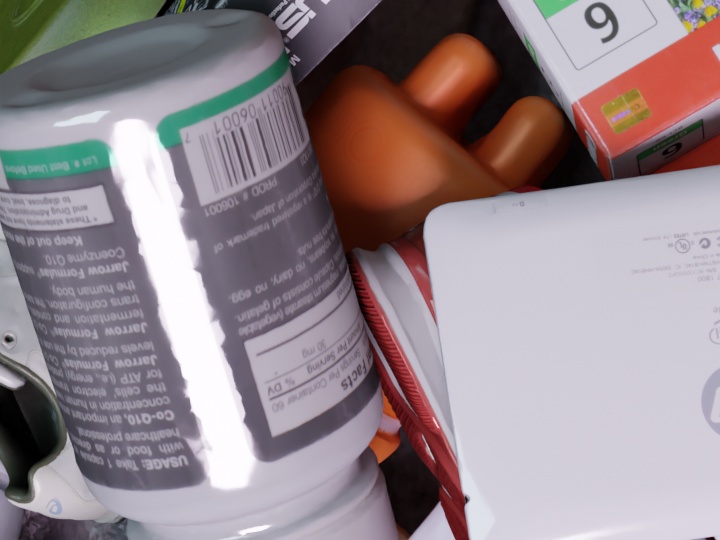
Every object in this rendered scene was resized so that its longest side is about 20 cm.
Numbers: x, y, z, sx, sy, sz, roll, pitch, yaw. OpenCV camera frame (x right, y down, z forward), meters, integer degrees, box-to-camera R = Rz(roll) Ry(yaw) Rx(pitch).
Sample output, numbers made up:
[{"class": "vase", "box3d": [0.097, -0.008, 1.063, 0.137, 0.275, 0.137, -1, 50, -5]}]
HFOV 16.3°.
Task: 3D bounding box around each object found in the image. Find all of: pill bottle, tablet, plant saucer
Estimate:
[{"class": "pill bottle", "box3d": [-0.057, 0.019, 0.883, 0.113, 0.113, 0.200, -3, 111, 34]}, {"class": "tablet", "box3d": [0.128, 0.026, 0.877, 0.200, 0.014, 0.130, -8, 78, 0]}, {"class": "plant saucer", "box3d": [-0.120, -0.118, 1.058, 0.031, 0.200, 0.200, 35, 118, -19]}]

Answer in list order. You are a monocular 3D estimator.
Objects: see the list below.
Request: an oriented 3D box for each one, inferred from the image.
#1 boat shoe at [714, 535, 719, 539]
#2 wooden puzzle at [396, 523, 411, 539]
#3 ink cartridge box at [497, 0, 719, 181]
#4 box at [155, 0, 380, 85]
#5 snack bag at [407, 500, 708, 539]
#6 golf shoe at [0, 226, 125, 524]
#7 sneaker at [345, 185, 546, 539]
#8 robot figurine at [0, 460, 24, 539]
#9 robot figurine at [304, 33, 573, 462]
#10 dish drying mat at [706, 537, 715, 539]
[{"class": "boat shoe", "box3d": [0.195, 0.135, 0.894, 0.071, 0.072, 0.200, -34, 90, 31]}, {"class": "wooden puzzle", "box3d": [0.006, 0.191, 1.051, 0.200, 0.037, 0.185, 35, 121, 23]}, {"class": "ink cartridge box", "box3d": [0.123, -0.089, 0.941, 0.109, 0.050, 0.200, -30, 73, 1]}, {"class": "box", "box3d": [-0.038, -0.122, 0.996, 0.044, 0.200, 0.160, 39, 118, -17]}, {"class": "snack bag", "box3d": [0.076, 0.176, 0.953, 0.189, 0.021, 0.200, 40, 90, 5]}, {"class": "golf shoe", "box3d": [-0.153, 0.021, 1.128, 0.078, 0.097, 0.200, -40, 69, 30]}, {"class": "sneaker", "box3d": [0.084, 0.061, 0.917, 0.115, 0.078, 0.200, -27, 95, -9]}, {"class": "robot figurine", "box3d": [-0.215, 0.129, 1.145, 0.170, 0.113, 0.200, 133, 149, -70]}, {"class": "robot figurine", "box3d": [-0.001, -0.001, 0.999, 0.200, 0.144, 0.117, -51, 31, 6]}, {"class": "dish drying mat", "box3d": [0.090, 0.105, 1.015, 0.200, 0.018, 0.077, -38, 71, 28]}]
